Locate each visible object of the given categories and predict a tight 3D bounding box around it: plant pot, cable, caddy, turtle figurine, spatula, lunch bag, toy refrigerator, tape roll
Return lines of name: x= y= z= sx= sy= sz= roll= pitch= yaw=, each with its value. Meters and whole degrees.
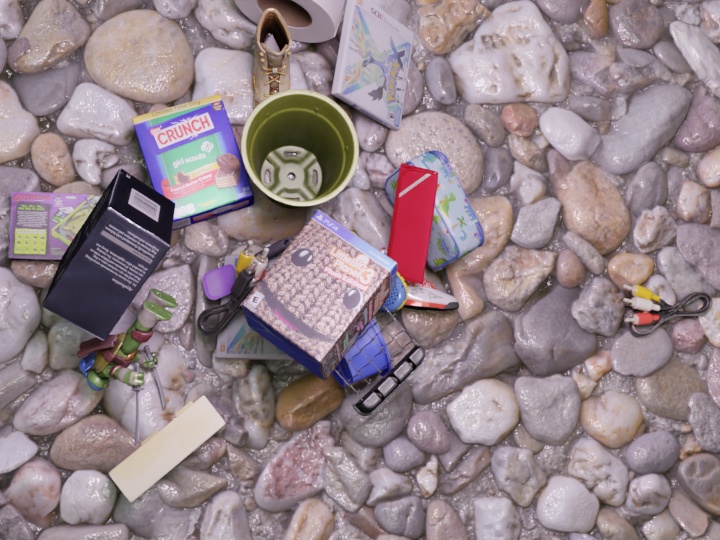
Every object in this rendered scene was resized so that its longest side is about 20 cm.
plant pot: x=-0.116 y=-0.190 z=1.565 sx=0.198 sy=0.190 sz=0.202 roll=2 pitch=81 yaw=-10
cable: x=-0.201 y=0.049 z=1.510 sx=0.097 sy=0.201 sz=0.050 roll=42 pitch=32 yaw=9
caddy: x=-0.017 y=0.106 z=1.555 sx=0.104 sy=0.141 sz=0.201 roll=-27 pitch=87 yaw=-19
turtle figurine: x=-0.355 y=0.146 z=1.480 sx=0.200 sy=0.144 sz=0.195 roll=39 pitch=105 yaw=19
spatula: x=-0.193 y=-0.008 z=1.529 sx=0.199 sy=0.020 sz=0.057 roll=-29 pitch=63 yaw=26
lunch bag: x=0.131 y=-0.109 z=1.610 sx=0.082 sy=0.161 sz=0.201 roll=-27 pitch=87 yaw=-24
toy refrigerator: x=-0.328 y=0.299 z=1.507 sx=0.199 sy=0.076 sz=0.070 roll=-39 pitch=88 yaw=-13
tape roll: x=-0.118 y=-0.530 z=1.615 sx=0.201 sy=0.203 sz=0.141 roll=19 pitch=78 yaw=-6
cable: x=0.594 y=0.080 z=1.712 sx=0.198 sy=0.050 sz=0.098 roll=3 pitch=81 yaw=-8

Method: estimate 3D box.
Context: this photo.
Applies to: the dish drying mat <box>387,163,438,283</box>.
dish drying mat: x=0.088 y=-0.080 z=1.545 sx=0.076 sy=0.018 sz=0.202 roll=15 pitch=109 yaw=23

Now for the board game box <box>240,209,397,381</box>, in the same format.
board game box: x=-0.062 y=0.039 z=1.391 sx=0.159 sy=0.097 sz=0.201 roll=33 pitch=71 yaw=14

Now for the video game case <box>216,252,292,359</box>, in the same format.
video game case: x=-0.164 y=0.061 z=1.529 sx=0.198 sy=0.022 sz=0.185 roll=-3 pitch=78 yaw=34

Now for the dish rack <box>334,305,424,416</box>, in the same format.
dish rack: x=0.000 y=0.118 z=1.458 sx=0.153 sy=0.055 sz=0.200 roll=-42 pitch=89 yaw=-17

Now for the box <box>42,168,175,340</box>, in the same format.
box: x=-0.404 y=-0.030 z=1.443 sx=0.117 sy=0.197 sz=0.201 roll=33 pitch=105 yaw=-21

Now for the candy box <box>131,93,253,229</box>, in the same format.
candy box: x=-0.299 y=-0.196 z=1.592 sx=0.167 sy=0.077 sz=0.202 roll=-18 pitch=83 yaw=-11

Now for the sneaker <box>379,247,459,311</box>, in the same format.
sneaker: x=0.088 y=0.014 z=1.629 sx=0.199 sy=0.067 sz=0.109 roll=6 pitch=82 yaw=-6

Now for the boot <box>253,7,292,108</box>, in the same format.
boot: x=-0.156 y=-0.352 z=1.602 sx=0.072 sy=0.155 sz=0.202 roll=-2 pitch=81 yaw=-10

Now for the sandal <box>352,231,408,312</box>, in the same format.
sandal: x=0.000 y=0.000 z=1.554 sx=0.200 sy=0.087 sz=0.080 roll=41 pitch=99 yaw=25

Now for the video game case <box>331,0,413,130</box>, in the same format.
video game case: x=0.027 y=-0.389 z=1.653 sx=0.181 sy=0.022 sz=0.202 roll=20 pitch=75 yaw=-47

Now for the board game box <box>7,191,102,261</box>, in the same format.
board game box: x=-0.513 y=-0.076 z=1.561 sx=0.198 sy=0.032 sz=0.122 roll=2 pitch=85 yaw=-10
